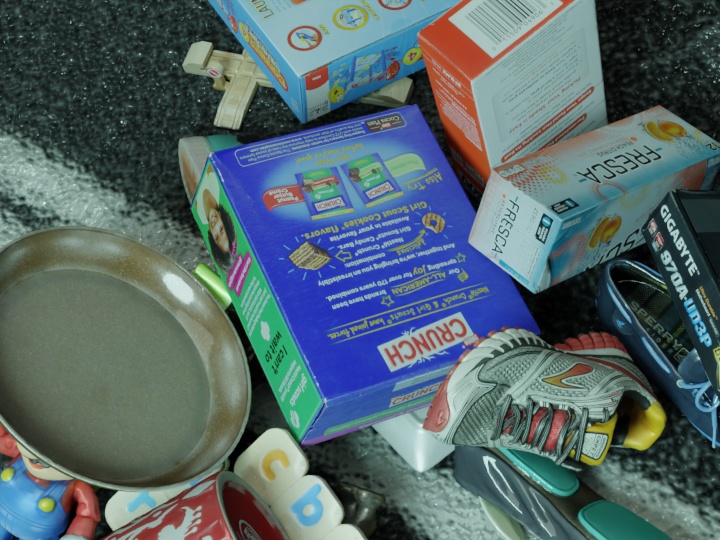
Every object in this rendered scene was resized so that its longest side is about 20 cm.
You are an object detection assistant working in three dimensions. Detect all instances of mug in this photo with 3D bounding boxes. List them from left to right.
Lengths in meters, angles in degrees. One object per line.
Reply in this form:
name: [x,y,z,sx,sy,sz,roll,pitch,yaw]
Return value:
mug: [-0.130,0.234,1.042,0.200,0.178,0.134,-34,43,9]

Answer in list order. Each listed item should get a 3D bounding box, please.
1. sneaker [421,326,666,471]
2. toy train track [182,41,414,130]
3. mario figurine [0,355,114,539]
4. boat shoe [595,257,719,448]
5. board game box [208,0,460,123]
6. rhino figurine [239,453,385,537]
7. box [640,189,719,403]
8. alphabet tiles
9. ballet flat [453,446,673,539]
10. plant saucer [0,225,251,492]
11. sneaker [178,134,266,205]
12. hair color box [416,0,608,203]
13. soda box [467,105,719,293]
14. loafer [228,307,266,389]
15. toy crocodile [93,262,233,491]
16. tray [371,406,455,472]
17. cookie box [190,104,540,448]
sneaker: [0.125,0.086,1.063,0.199,0.078,0.082,-3,40,-39]
toy train track: [-0.055,-0.165,1.335,0.199,0.033,0.115,12,64,18]
mario figurine: [-0.228,0.145,1.106,0.200,0.123,0.106,-62,21,17]
boat shoe: [0.233,0.065,1.111,0.200,0.069,0.084,33,72,27]
board game box: [-0.012,-0.238,1.331,0.195,0.056,0.200,-26,57,-16]
rhino figurine: [-0.081,0.171,1.129,0.199,0.060,0.088,13,83,22]
box: [0.300,0.022,1.075,0.199,0.046,0.159,1,53,-26]
alphabet tiles: [-0.086,0.208,1.087,0.196,0.015,0.200,-44,70,16]
ballet flat: [0.137,0.170,1.079,0.200,0.073,0.073,38,75,27]
plant saucer: [-0.166,0.061,1.064,0.200,0.032,0.201,21,45,-22]
sneaker: [-0.076,-0.044,1.234,0.080,0.072,0.200,-13,44,-16]
hair color box: [0.115,-0.128,1.173,0.111,0.200,0.064,-38,60,-10]
soda box: [0.169,-0.053,1.142,0.200,0.064,0.068,-22,50,-40]
loafer: [-0.154,0.037,1.218,0.199,0.071,0.073,15,65,20]
toy crocodile: [-0.156,0.080,1.167,0.067,0.062,0.200,42,108,3]
tray: [0.019,0.049,1.190,0.107,0.022,0.200,-36,58,-19]
cookie box: [0.000,0.000,1.127,0.171,0.075,0.200,-15,65,-24]
